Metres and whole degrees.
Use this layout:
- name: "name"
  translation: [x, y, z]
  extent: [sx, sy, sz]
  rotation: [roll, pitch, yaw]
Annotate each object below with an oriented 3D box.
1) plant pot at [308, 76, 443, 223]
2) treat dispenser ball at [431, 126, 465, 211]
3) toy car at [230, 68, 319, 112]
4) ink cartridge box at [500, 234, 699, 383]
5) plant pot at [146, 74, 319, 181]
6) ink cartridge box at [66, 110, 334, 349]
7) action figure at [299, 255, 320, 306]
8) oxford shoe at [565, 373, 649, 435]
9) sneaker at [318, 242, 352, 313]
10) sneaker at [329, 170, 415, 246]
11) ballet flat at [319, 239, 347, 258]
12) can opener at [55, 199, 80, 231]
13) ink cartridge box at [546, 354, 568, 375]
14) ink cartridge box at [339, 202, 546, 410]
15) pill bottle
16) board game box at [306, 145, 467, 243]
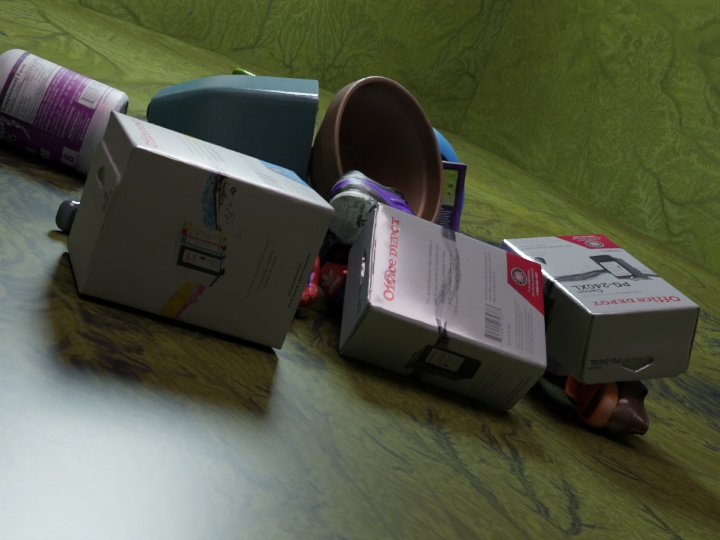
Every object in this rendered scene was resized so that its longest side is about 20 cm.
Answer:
- name: "plant pot"
  translation: [0.004, -0.121, 1.550]
  extent: [0.092, 0.203, 0.200]
  rotation: [-10, -12, 40]
- name: "treat dispenser ball"
  translation: [0.040, -0.107, 1.751]
  extent: [0.199, 0.203, 0.201]
  rotation: [21, 12, -5]
- name: "toy car"
  translation: [-0.131, -0.172, 1.860]
  extent: [0.157, 0.166, 0.200]
  rotation: [25, 2, 12]
- name: "ink cartridge box"
  translation: [0.259, 0.038, 1.459]
  extent: [0.144, 0.084, 0.200]
  rotation: [-3, 26, -24]
- name: "plant pot"
  translation: [-0.162, -0.141, 1.589]
  extent: [0.198, 0.198, 0.196]
  rotation: [9, 13, -5]
- name: "ink cartridge box"
  translation: [-0.155, -0.039, 1.222]
  extent: [0.198, 0.146, 0.147]
  rotation: [18, 12, -23]
- name: "action figure"
  translation: [-0.079, -0.022, 1.409]
  extent: [0.064, 0.100, 0.200]
  rotation: [-1, 18, -7]
- name: "oxford shoe"
  translation: [0.282, 0.133, 1.487]
  extent: [0.072, 0.072, 0.200]
  rotation: [25, 22, -6]
- name: "sneaker"
  translation: [0.000, 0.000, 1.489]
  extent: [0.084, 0.075, 0.200]
  rotation: [38, 13, 3]
- name: "sneaker"
  translation: [0.045, -0.041, 1.440]
  extent: [0.200, 0.069, 0.100]
  rotation: [42, 24, -23]
- name: "ballet flat"
  translation: [0.015, -0.010, 1.615]
  extent: [0.198, 0.064, 0.067]
  rotation: [18, 7, -19]
- name: "can opener"
  translation: [-0.232, -0.063, 1.380]
  extent: [0.053, 0.067, 0.199]
  rotation: [28, 12, 29]
- name: "ink cartridge box"
  translation: [0.220, 0.054, 1.664]
  extent: [0.199, 0.085, 0.144]
  rotation: [29, 14, 34]
- name: "ink cartridge box"
  translation: [0.084, 0.037, 1.339]
  extent: [0.198, 0.084, 0.146]
  rotation: [20, 46, -15]
- name: "pill bottle"
  translation: [-0.390, -0.198, 1.576]
  extent: [0.198, 0.113, 0.112]
  rotation: [22, 12, -4]
- name: "board game box"
  translation: [0.028, -0.085, 1.638]
  extent: [0.198, 0.121, 0.032]
  rotation: [7, 6, -4]
